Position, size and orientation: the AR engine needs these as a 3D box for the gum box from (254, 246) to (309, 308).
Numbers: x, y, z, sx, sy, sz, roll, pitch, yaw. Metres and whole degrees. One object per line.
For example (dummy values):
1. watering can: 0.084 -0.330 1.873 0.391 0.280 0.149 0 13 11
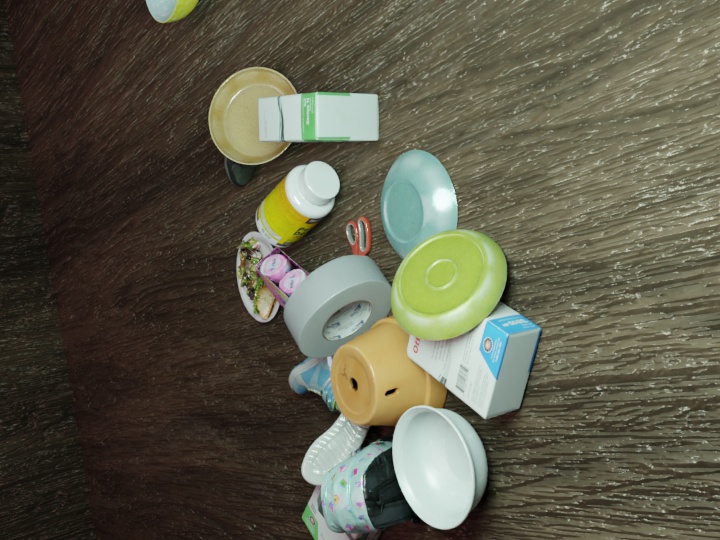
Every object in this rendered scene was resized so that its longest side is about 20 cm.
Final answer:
1. gum box: -0.118 0.051 1.707 0.199 0.066 0.114 38 163 45

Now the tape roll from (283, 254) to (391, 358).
1. tape roll: -0.038 0.066 1.541 0.067 0.197 0.202 54 135 31

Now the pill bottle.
1. pill bottle: -0.121 -0.132 1.688 0.199 0.107 0.112 -37 68 50

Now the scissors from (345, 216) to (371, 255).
1. scissors: 0.000 0.000 1.629 0.072 0.014 0.206 3 98 51

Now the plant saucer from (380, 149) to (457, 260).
1. plant saucer: 0.086 -0.103 1.472 0.199 0.038 0.207 14 107 51

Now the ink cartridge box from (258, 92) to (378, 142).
1. ink cartridge box: -0.080 -0.278 1.573 0.198 0.144 0.085 9 103 51

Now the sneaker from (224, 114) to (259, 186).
1. sneaker: -0.233 -0.257 1.842 0.115 0.075 0.203 51 129 43

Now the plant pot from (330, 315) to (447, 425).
1. plant pot: 0.039 0.188 1.512 0.198 0.138 0.206 16 111 50

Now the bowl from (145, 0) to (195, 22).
1. bowl: -0.412 -0.671 1.974 0.198 0.106 0.206 14 108 51

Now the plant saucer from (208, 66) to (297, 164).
1. plant saucer: -0.213 -0.312 1.760 0.195 0.035 0.206 -1 82 10

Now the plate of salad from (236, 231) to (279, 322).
1. plate of salad: -0.237 0.016 1.927 0.198 0.047 0.206 17 111 51

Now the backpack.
1. backpack: 0.020 0.391 1.516 0.124 0.199 0.171 -20 84 27

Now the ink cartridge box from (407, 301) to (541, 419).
1. ink cartridge box: 0.174 0.113 1.359 0.199 0.083 0.149 37 125 45

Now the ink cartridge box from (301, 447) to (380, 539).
1. ink cartridge box: -0.025 0.473 1.701 0.147 0.083 0.203 51 133 34

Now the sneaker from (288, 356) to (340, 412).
1. sneaker: -0.073 0.239 1.725 0.200 0.078 0.133 -45 60 48

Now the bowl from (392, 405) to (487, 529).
1. bowl: 0.148 0.317 1.431 0.199 0.089 0.207 14 107 52

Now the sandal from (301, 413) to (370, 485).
1. sandal: -0.033 0.326 1.646 0.082 0.204 0.050 39 175 8

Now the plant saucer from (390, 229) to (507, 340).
1. plant saucer: 0.130 0.012 1.333 0.200 0.031 0.199 -47 45 -8
